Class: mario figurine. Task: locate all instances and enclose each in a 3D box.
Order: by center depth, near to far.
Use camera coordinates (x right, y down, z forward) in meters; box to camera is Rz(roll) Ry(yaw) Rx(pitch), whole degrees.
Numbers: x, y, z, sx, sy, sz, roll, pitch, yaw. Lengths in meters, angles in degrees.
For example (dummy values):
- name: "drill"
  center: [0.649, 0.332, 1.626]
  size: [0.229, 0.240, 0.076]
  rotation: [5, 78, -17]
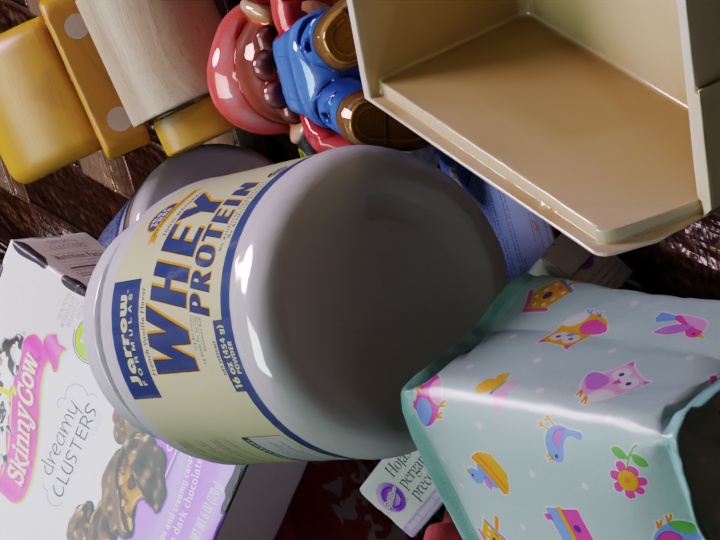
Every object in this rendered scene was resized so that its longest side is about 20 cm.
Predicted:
- name: "mario figurine"
  center: [-0.004, -0.112, 1.374]
  size: [0.200, 0.106, 0.124]
  rotation: [-156, 83, -70]

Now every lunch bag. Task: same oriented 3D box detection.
- name: "lunch bag"
  center: [0.133, 0.114, 1.229]
  size: [0.170, 0.122, 0.200]
  rotation: [9, 129, 45]

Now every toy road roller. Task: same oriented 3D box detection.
- name: "toy road roller"
  center: [-0.148, -0.113, 1.567]
  size: [0.200, 0.146, 0.123]
  rotation: [-160, 45, -85]

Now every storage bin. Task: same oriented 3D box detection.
- name: "storage bin"
  center: [0.075, -0.137, 1.134]
  size: [0.199, 0.094, 0.200]
  rotation: [38, 147, 49]

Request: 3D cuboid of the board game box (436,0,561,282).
- name: "board game box"
  center: [0.066, -0.063, 1.342]
  size: [0.103, 0.019, 0.200]
  rotation: [25, 136, 57]

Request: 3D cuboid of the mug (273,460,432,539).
- name: "mug"
  center: [-0.004, 0.174, 1.628]
  size: [0.200, 0.133, 0.178]
  rotation: [60, 166, 22]

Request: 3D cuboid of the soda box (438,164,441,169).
- name: "soda box"
  center: [0.000, 0.000, 1.495]
  size: [0.063, 0.070, 0.200]
  rotation: [59, 158, 12]

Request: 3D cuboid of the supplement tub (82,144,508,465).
- name: "supplement tub"
  center: [-0.037, 0.021, 1.327]
  size: [0.200, 0.145, 0.145]
  rotation: [-9, 106, 58]

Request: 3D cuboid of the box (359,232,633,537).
- name: "box"
  center: [0.064, 0.056, 1.348]
  size: [0.039, 0.041, 0.200]
  rotation: [41, 133, 6]

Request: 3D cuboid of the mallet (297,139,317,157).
- name: "mallet"
  center: [-0.059, -0.142, 1.527]
  size: [0.066, 0.041, 0.200]
  rotation: [36, 149, 52]

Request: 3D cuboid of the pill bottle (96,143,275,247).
- name: "pill bottle"
  center: [-0.106, 0.000, 1.688]
  size: [0.111, 0.111, 0.200]
  rotation: [62, 159, 4]

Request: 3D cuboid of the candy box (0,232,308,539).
- name: "candy box"
  center: [-0.137, 0.099, 1.556]
  size: [0.200, 0.071, 0.168]
  rotation: [33, 111, 26]

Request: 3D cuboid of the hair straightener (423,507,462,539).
- name: "hair straightener"
  center: [0.040, 0.166, 1.511]
  size: [0.200, 0.041, 0.077]
  rotation: [-86, 13, -74]
